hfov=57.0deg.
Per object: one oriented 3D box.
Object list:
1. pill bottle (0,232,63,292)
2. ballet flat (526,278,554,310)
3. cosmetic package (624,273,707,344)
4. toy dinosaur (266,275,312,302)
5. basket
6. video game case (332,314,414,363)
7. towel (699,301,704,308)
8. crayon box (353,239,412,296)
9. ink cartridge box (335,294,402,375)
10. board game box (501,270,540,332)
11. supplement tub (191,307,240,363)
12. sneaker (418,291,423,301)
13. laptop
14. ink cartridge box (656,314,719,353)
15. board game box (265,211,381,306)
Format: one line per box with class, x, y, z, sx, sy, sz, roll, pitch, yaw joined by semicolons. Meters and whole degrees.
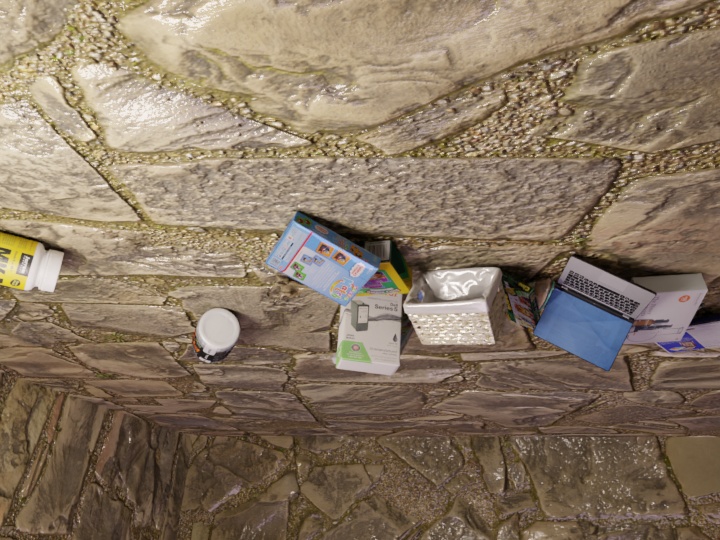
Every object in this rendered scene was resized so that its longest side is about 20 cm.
pill bottle;-0.790;-0.021;1.508;0.198;0.116;0.114;16;154;-25
ballet flat;0.398;0.066;1.550;0.066;0.069;0.201;18;157;10
cosmetic package;0.668;0.090;1.493;0.148;0.052;0.201;-6;141;2
toy dinosaur;-0.165;0.044;1.634;0.198;0.059;0.100;-8;169;44
basket;0.216;0.083;1.464;0.198;0.136;0.125;-5;121;31
video game case;0.044;0.178;1.753;0.198;0.182;0.022;-10;114;30
towel;0.680;0.090;1.600;0.197;0.035;0.193;8;159;-13
crayon box;0.000;0.000;1.479;0.197;0.059;0.173;-4;156;19
ink cartridge box;0.023;0.138;1.609;0.143;0.203;0.084;8;154;-8
board game box;0.363;0.075;1.525;0.104;0.023;0.201;34;165;37
supplement tub;-0.419;0.193;1.908;0.121;0.124;0.200;12;154;-16
sneaker;0.231;0.080;1.579;0.197;0.089;0.075;5;158;3
laptop;0.499;0.095;1.435;0.185;0.117;0.201;26;156;14
ink cartridge box;0.846;0.154;1.689;0.196;0.048;0.199;-16;147;41
board game box;-0.079;-0.019;1.372;0.198;0.037;0.151;30;135;-12
